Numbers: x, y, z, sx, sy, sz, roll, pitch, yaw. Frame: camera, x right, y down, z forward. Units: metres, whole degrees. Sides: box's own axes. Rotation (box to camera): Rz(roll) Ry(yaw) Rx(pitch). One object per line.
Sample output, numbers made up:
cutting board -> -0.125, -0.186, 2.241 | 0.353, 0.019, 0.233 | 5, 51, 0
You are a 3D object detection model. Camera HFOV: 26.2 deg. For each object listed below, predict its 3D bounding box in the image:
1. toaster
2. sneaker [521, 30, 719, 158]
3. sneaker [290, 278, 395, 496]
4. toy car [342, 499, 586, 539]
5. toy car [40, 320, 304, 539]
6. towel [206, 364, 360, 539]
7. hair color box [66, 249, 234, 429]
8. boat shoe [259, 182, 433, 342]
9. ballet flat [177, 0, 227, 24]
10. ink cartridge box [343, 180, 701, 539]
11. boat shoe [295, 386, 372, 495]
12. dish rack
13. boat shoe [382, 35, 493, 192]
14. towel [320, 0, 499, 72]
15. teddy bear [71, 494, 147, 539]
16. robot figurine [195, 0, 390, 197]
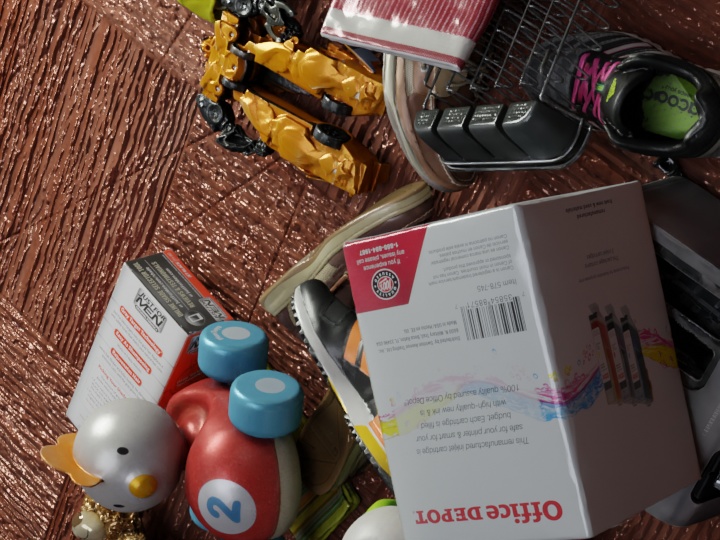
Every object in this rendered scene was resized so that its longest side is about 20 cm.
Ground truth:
toaster -> 0.213, 0.045, 1.053 | 0.200, 0.118, 0.181 | 40, 120, 28
sneaker -> 0.183, -0.123, 1.061 | 0.199, 0.087, 0.074 | 24, 106, 38
sneaker -> 0.020, 0.075, 1.170 | 0.090, 0.070, 0.201 | -30, 54, 0
toy car -> 0.095, 0.217, 1.157 | 0.200, 0.175, 0.150 | 38, 101, 29
toy car -> -0.163, 0.161, 1.290 | 0.177, 0.199, 0.185 | -131, 41, -57
towel -> -0.080, 0.150, 1.381 | 0.200, 0.018, 0.086 | 54, 126, 19
hair color box -> -0.197, 0.091, 1.428 | 0.102, 0.061, 0.200 | 46, 130, 24
boat shoe -> 0.000, 0.000, 1.253 | 0.200, 0.072, 0.072 | -38, 90, 38
ballet flat -> -0.086, -0.276, 1.289 | 0.067, 0.067, 0.200 | 48, 130, -3
ink cartridge box -> 0.103, 0.060, 0.975 | 0.145, 0.144, 0.201 | -11, 90, 41
boat shoe -> 0.019, 0.102, 1.256 | 0.072, 0.072, 0.201 | 50, 125, 33
dish rack -> 0.120, -0.170, 1.083 | 0.153, 0.054, 0.201 | 5, 69, 56
boat shoe -> 0.061, -0.160, 1.174 | 0.072, 0.076, 0.201 | -10, 93, 38
towel -> 0.064, -0.244, 1.124 | 0.144, 0.023, 0.201 | 20, 81, 41
teddy bear -> -0.225, 0.295, 1.476 | 0.145, 0.066, 0.201 | -146, 40, -75
robot figurine -> -0.054, -0.148, 1.280 | 0.200, 0.058, 0.146 | 33, 117, 30
